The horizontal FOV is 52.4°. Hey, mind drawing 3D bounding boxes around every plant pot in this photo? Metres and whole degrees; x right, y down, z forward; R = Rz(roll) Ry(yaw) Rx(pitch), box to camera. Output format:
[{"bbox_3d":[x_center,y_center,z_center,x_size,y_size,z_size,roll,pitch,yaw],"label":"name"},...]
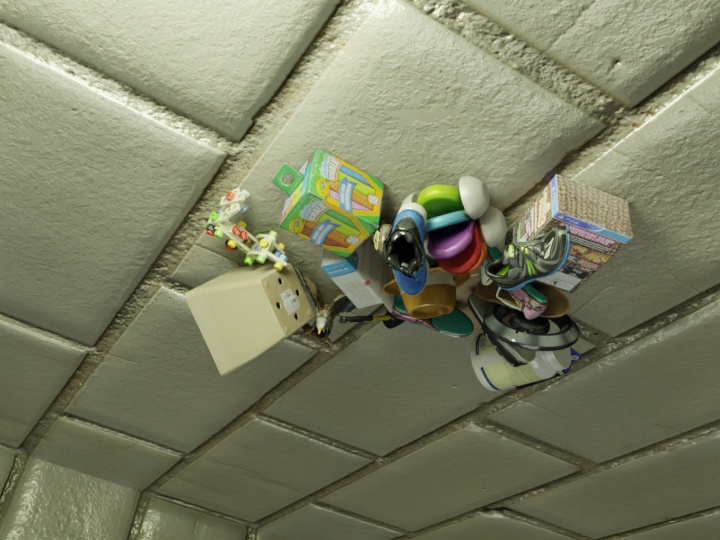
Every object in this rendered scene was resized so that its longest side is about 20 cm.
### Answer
[{"bbox_3d":[-0.225,0.086,1.603,0.177,0.200,0.200,-21,97,29],"label":"plant pot"}]

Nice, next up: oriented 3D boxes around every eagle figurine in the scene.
[{"bbox_3d":[-0.082,0.085,1.693,0.151,0.151,0.200,-7,128,-27],"label":"eagle figurine"}]

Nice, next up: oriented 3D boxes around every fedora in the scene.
[{"bbox_3d":[0.146,0.053,1.542,0.200,0.082,0.201,-8,165,-2],"label":"fedora"}]

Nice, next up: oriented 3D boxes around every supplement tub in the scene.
[{"bbox_3d":[0.378,0.196,1.726,0.200,0.145,0.145,-22,133,33],"label":"supplement tub"}]

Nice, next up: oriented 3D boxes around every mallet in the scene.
[{"bbox_3d":[0.036,0.107,1.699,0.066,0.041,0.200,-32,157,33],"label":"mallet"}]

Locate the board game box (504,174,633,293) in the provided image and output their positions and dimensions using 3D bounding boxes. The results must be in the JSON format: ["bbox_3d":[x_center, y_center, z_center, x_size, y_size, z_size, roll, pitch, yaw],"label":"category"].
[{"bbox_3d":[0.398,-0.066,1.425,0.159,0.097,0.200,18,141,-12],"label":"board game box"}]

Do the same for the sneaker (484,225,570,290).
[{"bbox_3d":[0.310,-0.023,1.360,0.083,0.071,0.200,23,144,-26],"label":"sneaker"}]

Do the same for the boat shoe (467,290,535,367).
[{"bbox_3d":[0.302,0.132,1.623,0.200,0.074,0.060,45,140,-2],"label":"boat shoe"}]

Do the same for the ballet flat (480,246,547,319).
[{"bbox_3d":[0.294,0.022,1.495,0.071,0.200,0.069,-52,158,26],"label":"ballet flat"}]

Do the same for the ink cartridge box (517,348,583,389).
[{"bbox_3d":[0.458,0.245,1.867,0.095,0.037,0.200,33,134,-29],"label":"ink cartridge box"}]

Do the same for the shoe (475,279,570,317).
[{"bbox_3d":[0.343,0.051,1.530,0.200,0.070,0.053,15,-177,28],"label":"shoe"}]

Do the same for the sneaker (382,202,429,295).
[{"bbox_3d":[0.083,-0.013,1.341,0.077,0.111,0.200,11,130,13],"label":"sneaker"}]

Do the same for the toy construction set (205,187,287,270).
[{"bbox_3d":[-0.244,-0.081,1.534,0.131,0.092,0.200,10,142,41],"label":"toy construction set"}]

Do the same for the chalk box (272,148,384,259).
[{"bbox_3d":[-0.072,-0.136,1.404,0.200,0.124,0.125,24,139,-20],"label":"chalk box"}]

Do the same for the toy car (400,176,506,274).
[{"bbox_3d":[0.178,-0.074,1.415,0.175,0.150,0.200,-14,137,27],"label":"toy car"}]

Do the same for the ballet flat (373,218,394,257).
[{"bbox_3d":[0.041,-0.069,1.437,0.046,0.200,0.068,11,104,2],"label":"ballet flat"}]

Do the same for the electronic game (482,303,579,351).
[{"bbox_3d":[0.357,0.114,1.535,0.200,0.200,0.042,5,113,4],"label":"electronic game"}]

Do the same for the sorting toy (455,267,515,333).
[{"bbox_3d":[0.261,0.054,1.663,0.200,0.037,0.185,31,137,-20],"label":"sorting toy"}]

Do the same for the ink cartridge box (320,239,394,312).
[{"bbox_3d":[0.000,0.000,1.571,0.068,0.115,0.200,-14,137,27],"label":"ink cartridge box"}]

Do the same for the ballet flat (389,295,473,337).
[{"bbox_3d":[0.158,0.105,1.670,0.200,0.069,0.071,18,159,2],"label":"ballet flat"}]
